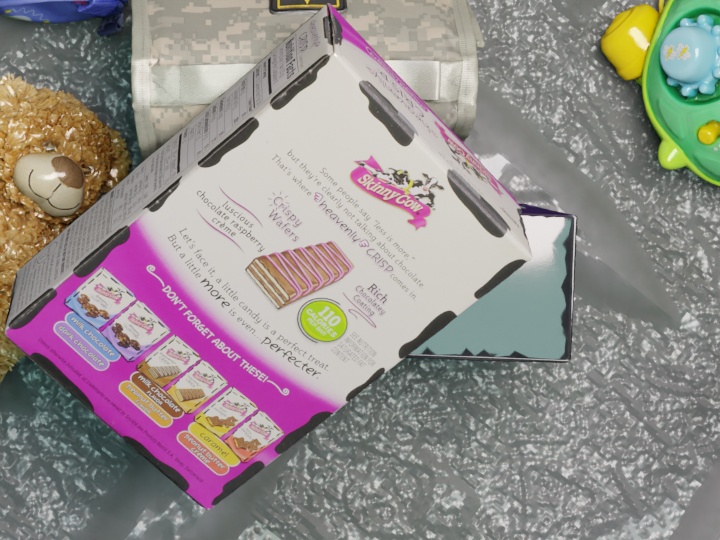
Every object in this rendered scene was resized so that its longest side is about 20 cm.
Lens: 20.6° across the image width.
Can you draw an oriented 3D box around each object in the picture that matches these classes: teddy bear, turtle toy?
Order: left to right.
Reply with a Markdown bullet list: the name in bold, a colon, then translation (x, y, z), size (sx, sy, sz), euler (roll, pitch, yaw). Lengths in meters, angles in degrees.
- **teddy bear**: translation (-0.197, -0.001, 1.041), size (0.200, 0.067, 0.145), euler (-40, 98, -1)
- **turtle toy**: translation (0.234, -0.125, 1.058), size (0.200, 0.101, 0.146), euler (-44, 96, -2)

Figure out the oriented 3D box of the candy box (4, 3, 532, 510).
- **candy box**: translation (-0.042, -0.003, 0.894), size (0.200, 0.061, 0.136), euler (-38, 115, 16)

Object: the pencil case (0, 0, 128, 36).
- **pencil case**: translation (-0.154, -0.224, 1.024), size (0.086, 0.078, 0.201), euler (4, 94, 23)

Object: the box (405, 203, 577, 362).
- **box**: translation (0.000, 0.000, 1.024), size (0.199, 0.141, 0.079), euler (2, 92, -6)

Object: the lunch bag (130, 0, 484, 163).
- **lunch bag**: translation (-0.031, -0.101, 0.985), size (0.163, 0.200, 0.118), euler (0, 94, -5)
